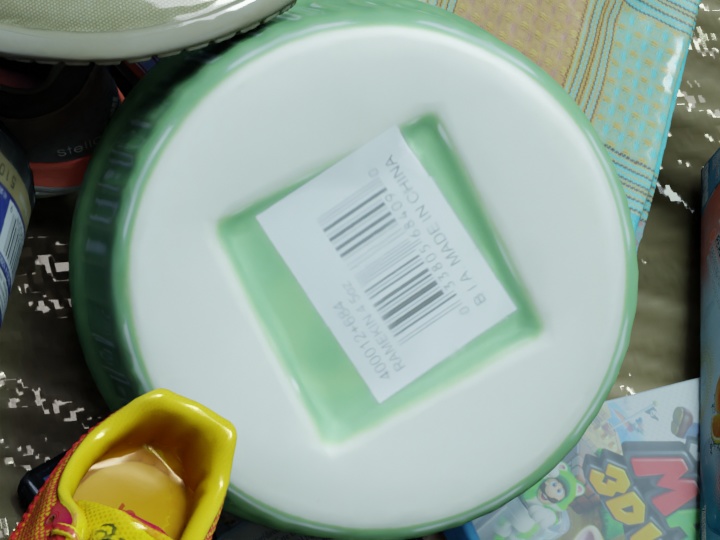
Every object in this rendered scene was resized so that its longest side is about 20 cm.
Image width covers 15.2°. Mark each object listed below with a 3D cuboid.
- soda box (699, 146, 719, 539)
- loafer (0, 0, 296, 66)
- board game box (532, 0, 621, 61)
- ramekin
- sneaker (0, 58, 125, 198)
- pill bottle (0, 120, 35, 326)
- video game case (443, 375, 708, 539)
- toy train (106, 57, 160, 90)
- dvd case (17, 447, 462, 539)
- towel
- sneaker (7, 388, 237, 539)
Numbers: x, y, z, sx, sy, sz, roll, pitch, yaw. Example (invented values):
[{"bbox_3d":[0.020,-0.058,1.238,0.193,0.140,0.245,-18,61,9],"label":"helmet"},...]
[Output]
[{"bbox_3d":[0.176,0.026,1.062,0.068,0.064,0.200,17,50,-15],"label":"soda box"},{"bbox_3d":[-0.118,-0.107,0.905,0.200,0.076,0.068,-2,104,5],"label":"loafer"},{"bbox_3d":[0.000,-0.145,1.120,0.200,0.064,0.148,47,55,10],"label":"board game box"},{"bbox_3d":[0.000,0.000,0.935,0.200,0.098,0.200,0,92,-8],"label":"ramekin"},{"bbox_3d":[-0.179,-0.093,0.993,0.200,0.082,0.077,14,57,7],"label":"sneaker"},{"bbox_3d":[-0.184,0.037,0.914,0.112,0.112,0.200,18,56,-11],"label":"pill bottle"},{"bbox_3d":[0.132,0.112,1.035,0.200,0.018,0.143,-11,65,-32],"label":"video game case"},{"bbox_3d":[-0.081,-0.109,1.036,0.087,0.114,0.200,-36,78,-32],"label":"toy train"},{"bbox_3d":[-0.014,0.126,0.983,0.143,0.018,0.200,-28,75,-31],"label":"dvd case"},{"bbox_3d":[0.069,-0.075,1.062,0.147,0.022,0.200,27,72,-34],"label":"towel"},{"bbox_3d":[-0.094,0.111,0.804,0.073,0.077,0.200,26,45,-7],"label":"sneaker"}]
